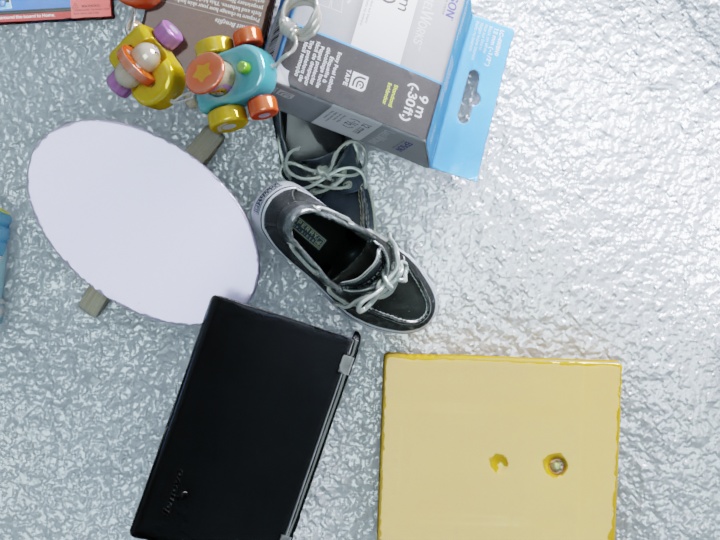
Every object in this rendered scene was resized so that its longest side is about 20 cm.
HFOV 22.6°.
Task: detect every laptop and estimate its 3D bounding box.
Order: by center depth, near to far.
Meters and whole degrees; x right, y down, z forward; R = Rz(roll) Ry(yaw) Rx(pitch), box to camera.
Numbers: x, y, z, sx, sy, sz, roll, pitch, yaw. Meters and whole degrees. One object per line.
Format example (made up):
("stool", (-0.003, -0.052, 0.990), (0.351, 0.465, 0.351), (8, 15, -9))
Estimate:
("laptop", (-0.083, 0.123, 1.405), (0.115, 0.200, 0.188), (20, 91, 1))

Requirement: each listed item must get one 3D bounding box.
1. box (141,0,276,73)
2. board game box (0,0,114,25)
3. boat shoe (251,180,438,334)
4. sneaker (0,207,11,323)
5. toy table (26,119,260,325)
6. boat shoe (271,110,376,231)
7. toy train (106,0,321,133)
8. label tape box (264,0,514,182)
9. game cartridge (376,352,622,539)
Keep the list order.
("box", (-0.110, -0.250, 1.457), (0.100, 0.075, 0.201), (15, 89, -2))
("board game box", (-0.304, -0.253, 1.477), (0.199, 0.019, 0.104), (-4, 90, -1))
("boat shoe", (0.002, -0.002, 1.426), (0.074, 0.068, 0.199), (-51, 127, -5))
("sneaker", (-0.375, -0.035, 1.453), (0.199, 0.080, 0.131), (13, 93, -12))
("toy table", (-0.169, -0.037, 1.438), (0.184, 0.117, 0.200), (-43, 92, 0))
("boat shoe", (-0.032, -0.094, 1.468), (0.074, 0.062, 0.201), (-11, 92, -2))
("toy train", (-0.134, -0.191, 1.370), (0.199, 0.056, 0.151), (26, 97, 28))
("label tape box", (0.030, -0.173, 1.431), (0.199, 0.066, 0.144), (20, 75, -14))
("game cartridge", (0.114, 0.159, 1.497), (0.199, 0.032, 0.177), (3, 92, 1))
